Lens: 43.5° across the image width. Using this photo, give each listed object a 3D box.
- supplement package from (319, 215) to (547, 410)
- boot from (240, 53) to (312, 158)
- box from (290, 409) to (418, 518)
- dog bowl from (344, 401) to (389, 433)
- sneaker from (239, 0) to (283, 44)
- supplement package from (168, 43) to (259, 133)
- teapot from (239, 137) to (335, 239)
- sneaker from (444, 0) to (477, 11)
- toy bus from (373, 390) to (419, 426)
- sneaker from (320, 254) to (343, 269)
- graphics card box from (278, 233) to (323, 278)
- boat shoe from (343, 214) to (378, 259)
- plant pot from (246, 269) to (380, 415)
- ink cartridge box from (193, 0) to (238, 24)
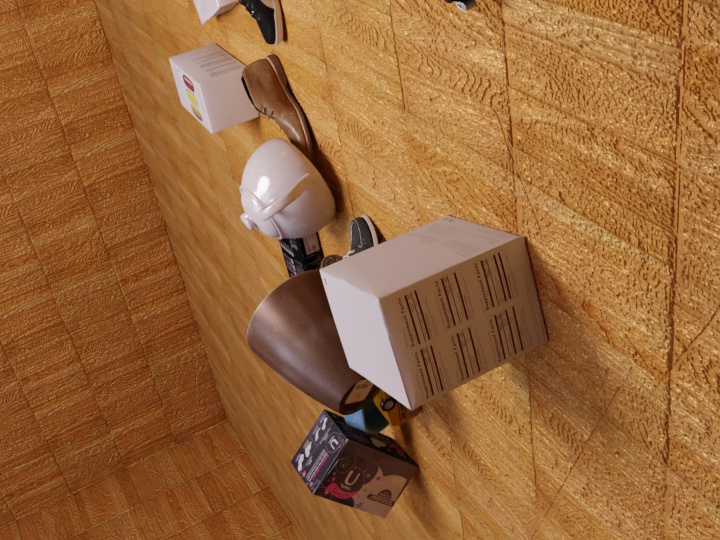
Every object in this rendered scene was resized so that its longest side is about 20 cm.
[{"bbox_3d":[0.087,0.044,1.126,0.191,0.198,0.148,25,135,65],"label":"supplement package"},{"bbox_3d":[-0.150,-0.282,1.611,0.201,0.075,0.074,63,158,5],"label":"boot"},{"bbox_3d":[-0.011,0.381,1.759,0.199,0.133,0.115,29,-174,-35],"label":"box"},{"bbox_3d":[0.019,0.222,1.686,0.049,0.111,0.202,29,140,40],"label":"dog bowl"},{"bbox_3d":[-0.202,-0.460,1.487,0.073,0.111,0.202,37,145,58],"label":"sneaker"},{"bbox_3d":[-0.306,-0.381,1.875,0.200,0.109,0.115,43,151,51],"label":"supplement package"},{"bbox_3d":[-0.147,-0.127,1.610,0.197,0.146,0.201,41,164,33],"label":"teapot"},{"bbox_3d":[0.096,-0.329,0.856,0.130,0.079,0.200,59,160,20],"label":"sneaker"},{"bbox_3d":[0.052,0.179,1.576,0.065,0.078,0.201,48,154,48],"label":"toy bus"},{"bbox_3d":[-0.015,0.067,1.647,0.200,0.067,0.090,50,150,34],"label":"sneaker"},{"bbox_3d":[-0.120,-0.031,1.859,0.125,0.051,0.202,35,145,57],"label":"graphics card box"},{"bbox_3d":[0.000,0.000,1.468,0.076,0.060,0.202,109,154,-57],"label":"boat shoe"},{"bbox_3d":[-0.057,0.134,1.484,0.200,0.186,0.188,45,153,31],"label":"plant pot"},{"bbox_3d":[-0.299,-0.573,1.743,0.162,0.050,0.200,71,165,-11],"label":"ink cartridge box"}]
